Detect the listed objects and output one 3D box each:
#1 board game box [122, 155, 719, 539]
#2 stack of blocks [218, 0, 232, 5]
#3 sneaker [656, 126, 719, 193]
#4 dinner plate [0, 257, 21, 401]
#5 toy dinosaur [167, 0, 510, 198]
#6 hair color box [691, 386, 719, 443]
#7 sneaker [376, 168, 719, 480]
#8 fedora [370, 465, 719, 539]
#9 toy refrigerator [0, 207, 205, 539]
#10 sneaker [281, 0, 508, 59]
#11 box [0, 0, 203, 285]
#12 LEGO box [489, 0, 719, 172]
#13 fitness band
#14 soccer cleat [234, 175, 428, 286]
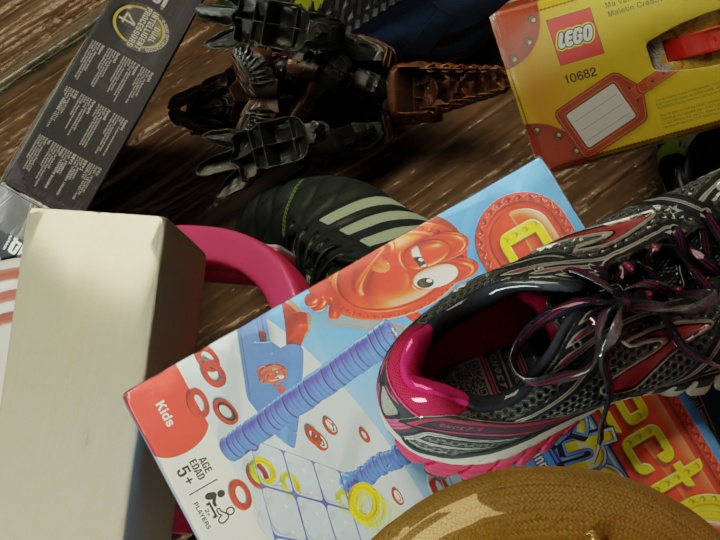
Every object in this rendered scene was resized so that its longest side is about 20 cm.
[{"bbox_3d":[0.038,0.089,1.043,0.195,0.056,0.200,-30,71,-3],"label":"board game box"},{"bbox_3d":[0.005,-0.199,1.447,0.199,0.115,0.059,-7,41,27],"label":"stack of blocks"},{"bbox_3d":[0.173,-0.041,1.177,0.071,0.083,0.200,-23,36,6],"label":"sneaker"},{"bbox_3d":[-0.172,0.092,1.235,0.200,0.024,0.201,-18,60,33],"label":"dinner plate"},{"bbox_3d":[-0.018,-0.096,1.343,0.200,0.136,0.103,-27,74,30],"label":"toy dinosaur"},{"bbox_3d":[0.055,0.078,1.127,0.200,0.061,0.100,-30,36,-3],"label":"hair color box"},{"bbox_3d":[0.100,0.016,0.990,0.199,0.075,0.081,-29,71,-3],"label":"sneaker"},{"bbox_3d":[0.069,0.168,0.944,0.200,0.201,0.082,-30,1,-3],"label":"fedora"},{"bbox_3d":[-0.119,0.080,1.131,0.070,0.076,0.201,4,79,11],"label":"toy refrigerator"},{"bbox_3d":[0.020,-0.132,1.414,0.200,0.078,0.066,-23,48,38],"label":"sneaker"},{"bbox_3d":[-0.153,-0.056,1.356,0.161,0.049,0.200,-56,8,47],"label":"box"},{"bbox_3d":[0.178,-0.121,1.177,0.199,0.077,0.149,-15,12,22],"label":"LEGO box"},{"bbox_3d":[-0.096,0.050,1.232,0.199,0.037,0.144,0,67,40],"label":"fitness band"},{"bbox_3d":[0.000,0.000,1.239,0.081,0.068,0.200,-16,23,-42],"label":"soccer cleat"}]
